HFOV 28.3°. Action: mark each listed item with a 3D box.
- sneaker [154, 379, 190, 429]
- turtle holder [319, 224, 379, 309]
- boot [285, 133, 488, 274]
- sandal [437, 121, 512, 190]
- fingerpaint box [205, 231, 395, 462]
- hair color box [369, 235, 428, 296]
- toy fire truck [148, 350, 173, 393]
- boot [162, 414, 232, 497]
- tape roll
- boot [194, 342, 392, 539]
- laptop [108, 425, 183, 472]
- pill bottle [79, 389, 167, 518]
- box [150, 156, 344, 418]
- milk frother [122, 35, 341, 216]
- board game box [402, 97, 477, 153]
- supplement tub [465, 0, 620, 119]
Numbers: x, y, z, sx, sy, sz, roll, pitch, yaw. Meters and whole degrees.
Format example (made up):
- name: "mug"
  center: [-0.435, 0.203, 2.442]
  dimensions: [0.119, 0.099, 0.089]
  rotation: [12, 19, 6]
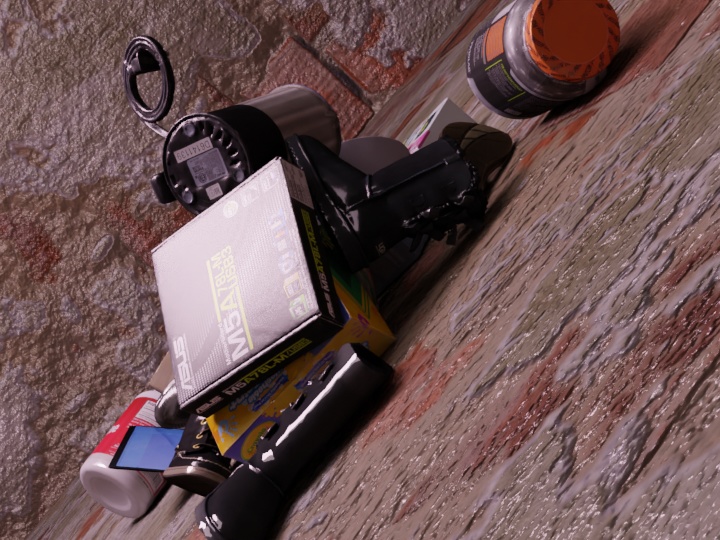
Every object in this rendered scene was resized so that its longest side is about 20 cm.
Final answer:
- name: "sneaker"
  center: [-0.160, 0.140, 1.747]
  dimensions: [0.200, 0.066, 0.090]
  rotation: [-25, 12, -8]
- name: "turtle holder"
  center: [-0.062, 0.041, 1.597]
  dimensions: [0.141, 0.132, 0.186]
  rotation: [-39, 13, 49]
- name: "boot"
  center: [0.027, -0.095, 1.483]
  dimensions: [0.162, 0.198, 0.073]
  rotation: [-26, -36, -6]
- name: "sandal"
  center: [0.115, -0.105, 1.595]
  dimensions: [0.200, 0.082, 0.055]
  rotation: [-69, -2, -50]
- name: "fingerpaint box"
  center: [-0.081, 0.075, 1.461]
  dimensions: [0.200, 0.073, 0.167]
  rotation: [-48, 45, 16]
- name: "hair color box"
  center: [0.000, 0.000, 1.719]
  dimensions: [0.200, 0.061, 0.099]
  rotation: [-44, 9, 33]
- name: "toy fire truck"
  center: [-0.178, 0.086, 1.891]
  dimensions: [0.129, 0.176, 0.200]
  rotation: [-17, -43, -56]
- name: "boot"
  center: [-0.161, 0.177, 1.603]
  dimensions: [0.200, 0.073, 0.151]
  rotation: [133, 159, -77]
- name: "tape roll"
  center: [-0.016, -0.078, 1.757]
  dimensions: [0.200, 0.066, 0.200]
  rotation: [-21, -25, -10]
- name: "boot"
  center: [-0.052, 0.156, 1.257]
  dimensions: [0.200, 0.066, 0.165]
  rotation: [-44, 9, 5]
- name: "laptop"
  center: [-0.208, 0.186, 1.837]
  dimensions: [0.200, 0.103, 0.177]
  rotation: [-48, 8, 8]
- name: "pill bottle"
  center: [-0.303, 0.247, 2.048]
  dimensions: [0.112, 0.112, 0.200]
  rotation: [-40, 12, 51]
- name: "box"
  center: [-0.118, 0.017, 1.433]
  dimensions: [0.193, 0.048, 0.200]
  rotation: [-32, 54, 25]
- name: "milk frother"
  center: [-0.150, -0.174, 1.588]
  dimensions: [0.180, 0.200, 0.188]
  rotation: [1, 16, 30]
- name: "board game box"
  center: [0.064, -0.130, 1.996]
  dimensions: [0.200, 0.064, 0.148]
  rotation: [-44, 8, 39]
- name: "supplement tub"
  center: [0.194, -0.233, 1.516]
  dimensions: [0.123, 0.123, 0.200]
  rotation: [-50, 8, -9]
